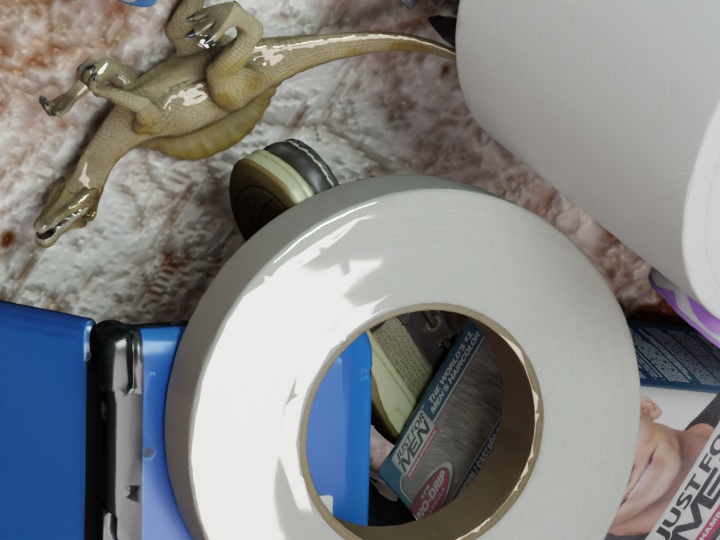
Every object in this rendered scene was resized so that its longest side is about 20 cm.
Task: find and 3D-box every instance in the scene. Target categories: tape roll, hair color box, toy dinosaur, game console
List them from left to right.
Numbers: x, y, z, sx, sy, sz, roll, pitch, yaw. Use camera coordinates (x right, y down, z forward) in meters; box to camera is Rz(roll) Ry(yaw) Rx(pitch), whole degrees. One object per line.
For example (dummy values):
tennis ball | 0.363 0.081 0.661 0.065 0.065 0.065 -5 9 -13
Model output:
game console | -0.095 0.109 1.246 0.170 0.118 0.201 -3 104 -23
toy dinosaur | -0.059 -0.083 1.212 0.200 0.058 0.101 -25 143 2
tape roll | 0.019 0.062 1.196 0.202 0.037 0.203 -5 103 -21
hair color box | 0.114 0.077 1.341 0.200 0.061 0.100 7 120 -44
tape roll | 0.156 -0.097 1.152 0.202 0.139 0.203 -27 139 -27

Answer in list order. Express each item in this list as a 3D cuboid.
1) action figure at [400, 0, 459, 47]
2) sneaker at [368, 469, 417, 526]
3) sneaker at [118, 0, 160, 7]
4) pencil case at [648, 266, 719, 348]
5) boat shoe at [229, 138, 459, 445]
action figure | 0.086 -0.182 1.187 0.130 0.069 0.200 39 95 -29
sneaker | -0.019 0.127 1.320 0.073 0.112 0.200 -35 127 7
sneaker | -0.033 -0.173 1.147 0.200 0.076 0.077 -25 139 5
pencil case | 0.211 -0.050 1.286 0.200 0.084 0.085 -53 155 18
boat shoe | 0.000 0.000 1.269 0.065 0.073 0.200 -42 146 -12
